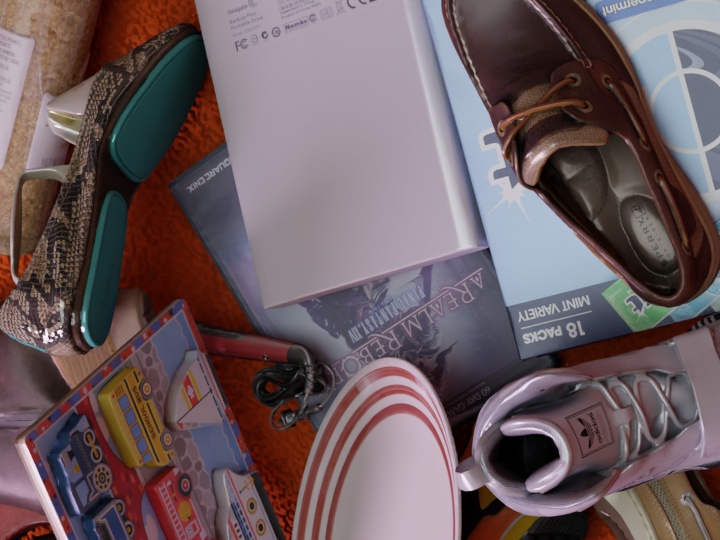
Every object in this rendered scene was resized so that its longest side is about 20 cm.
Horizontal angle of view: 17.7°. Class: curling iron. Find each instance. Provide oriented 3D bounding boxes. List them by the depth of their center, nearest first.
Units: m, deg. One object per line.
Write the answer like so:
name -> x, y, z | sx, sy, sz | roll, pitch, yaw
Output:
curling iron -> -0.103, 0.047, 1.287 | 0.200, 0.026, 0.050 | 14, 102, 28

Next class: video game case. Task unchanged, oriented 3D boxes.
video game case -> 0.000, 0.000, 1.253 | 0.143, 0.019, 0.200 | -34, 84, 24

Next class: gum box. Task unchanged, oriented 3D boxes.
gum box -> 0.137, -0.072, 1.161 | 0.169, 0.045, 0.201 | -15, 92, 18

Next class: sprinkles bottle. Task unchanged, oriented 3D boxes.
sprinkles bottle -> -0.186, -0.111, 1.287 | 0.068, 0.068, 0.201 | 21, 106, 19

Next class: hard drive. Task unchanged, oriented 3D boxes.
hard drive -> -0.014, -0.093, 1.218 | 0.132, 0.025, 0.201 | -16, 83, 27

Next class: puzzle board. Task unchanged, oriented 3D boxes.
puzzle board -> -0.095, 0.136, 1.214 | 0.017, 0.151, 0.200 | -7, 114, 35

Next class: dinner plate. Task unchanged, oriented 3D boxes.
dinner plate -> 0.012, 0.145, 1.190 | 0.024, 0.200, 0.201 | 9, 106, -23

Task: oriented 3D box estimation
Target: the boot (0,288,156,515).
boot -> -0.176, 0.113, 1.274 | 0.166, 0.072, 0.201 | -13, 91, 10

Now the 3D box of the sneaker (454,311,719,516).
sneaker -> 0.139, 0.069, 1.097 | 0.199, 0.115, 0.075 | -20, 85, 19

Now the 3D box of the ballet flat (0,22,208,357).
ballet flat -> -0.147, -0.051, 1.240 | 0.075, 0.068, 0.201 | 12, 70, 19

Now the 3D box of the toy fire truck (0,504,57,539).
toy fire truck -> -0.210, 0.155, 1.327 | 0.200, 0.112, 0.168 | 42, 93, 11

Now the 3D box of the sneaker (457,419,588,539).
sneaker -> 0.036, 0.167, 1.246 | 0.200, 0.070, 0.090 | -51, 56, 26

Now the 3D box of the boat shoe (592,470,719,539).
boat shoe -> 0.177, 0.138, 1.175 | 0.076, 0.072, 0.200 | -34, 84, 12

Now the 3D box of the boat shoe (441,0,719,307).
boat shoe -> 0.102, -0.067, 1.110 | 0.072, 0.072, 0.200 | -32, 87, 19
